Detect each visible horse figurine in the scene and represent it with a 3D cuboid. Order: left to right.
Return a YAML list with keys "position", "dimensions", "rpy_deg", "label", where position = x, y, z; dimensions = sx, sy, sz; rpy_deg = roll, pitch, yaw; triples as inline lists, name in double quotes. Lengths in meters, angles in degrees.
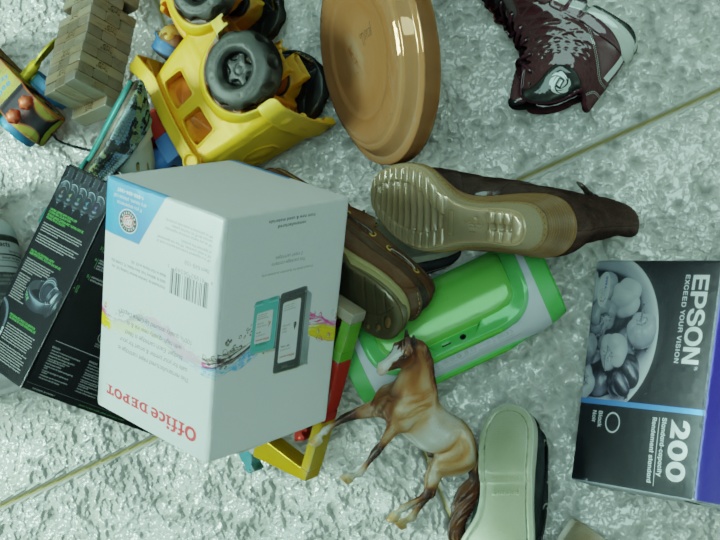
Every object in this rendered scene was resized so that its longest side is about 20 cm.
- position: [0.050, 0.155, 1.177]
  dimensions: [0.132, 0.050, 0.200]
  rpy_deg: [-44, 116, -1]
  label: "horse figurine"

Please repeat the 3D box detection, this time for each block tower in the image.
- position: [-0.249, -0.243, 1.272]
  dimensions: [0.054, 0.058, 0.203]
  rpy_deg: [-14, 62, 41]
  label: "block tower"

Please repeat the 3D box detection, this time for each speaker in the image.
- position: [0.080, 0.046, 1.198]
  dimensions: [0.198, 0.088, 0.089]
  rpy_deg: [-25, 79, 5]
  label: "speaker"

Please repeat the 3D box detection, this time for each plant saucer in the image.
- position: [0.010, -0.193, 1.179]
  dimensions: [0.032, 0.200, 0.203]
  rpy_deg: [-11, 79, -25]
  label: "plant saucer"

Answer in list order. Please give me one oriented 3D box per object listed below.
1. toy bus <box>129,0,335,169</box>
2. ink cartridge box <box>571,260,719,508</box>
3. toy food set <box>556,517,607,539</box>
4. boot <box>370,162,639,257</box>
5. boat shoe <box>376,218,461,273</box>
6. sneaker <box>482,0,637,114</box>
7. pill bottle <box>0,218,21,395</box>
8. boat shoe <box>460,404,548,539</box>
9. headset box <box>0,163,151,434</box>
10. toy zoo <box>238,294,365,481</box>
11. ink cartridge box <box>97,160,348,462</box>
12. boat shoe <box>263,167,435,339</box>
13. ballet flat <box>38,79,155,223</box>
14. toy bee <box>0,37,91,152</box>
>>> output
- position: [-0.147, -0.178, 1.255]
  dimensions: [0.191, 0.135, 0.202]
  rpy_deg: [-33, 76, 20]
  label: "toy bus"
- position: [0.269, 0.092, 1.121]
  dimensions: [0.199, 0.043, 0.201]
  rpy_deg: [-1, 79, 53]
  label: "ink cartridge box"
- position: [0.225, 0.329, 1.147]
  dimensions: [0.199, 0.060, 0.144]
  rpy_deg: [34, 89, 13]
  label: "toy food set"
- position: [0.125, -0.051, 1.180]
  dimensions: [0.199, 0.165, 0.073]
  rpy_deg: [18, 105, 42]
  label: "boot"
- position: [0.000, 0.000, 1.242]
  dimensions: [0.197, 0.073, 0.063]
  rpy_deg: [-10, 124, 3]
  label: "boat shoe"
- position: [0.145, -0.214, 1.229]
  dimensions: [0.199, 0.076, 0.116]
  rpy_deg: [32, 91, 11]
  label: "sneaker"
- position: [-0.374, 0.017, 1.262]
  dimensions: [0.114, 0.116, 0.203]
  rpy_deg: [-15, 80, 7]
  label: "pill bottle"
- position: [0.130, 0.223, 1.173]
  dimensions: [0.074, 0.066, 0.202]
  rpy_deg: [-4, 72, 30]
  label: "boat shoe"
- position: [-0.214, 0.024, 1.195]
  dimensions: [0.092, 0.173, 0.202]
  rpy_deg: [23, 87, 45]
  label: "headset box"
- position: [-0.072, 0.096, 1.198]
  dimensions: [0.131, 0.020, 0.202]
  rpy_deg: [31, 117, 32]
  label: "toy zoo"
- position: [-0.116, 0.028, 1.110]
  dimensions: [0.146, 0.145, 0.203]
  rpy_deg: [20, 112, 37]
  label: "ink cartridge box"
- position: [-0.018, -0.023, 1.177]
  dimensions: [0.200, 0.072, 0.067]
  rpy_deg: [41, 50, 21]
  label: "boat shoe"
- position: [-0.228, -0.094, 1.235]
  dimensions: [0.075, 0.074, 0.200]
  rpy_deg: [54, 130, 12]
  label: "ballet flat"
- position: [-0.318, -0.165, 1.280]
  dimensions: [0.198, 0.109, 0.132]
  rpy_deg: [21, 87, 13]
  label: "toy bee"
